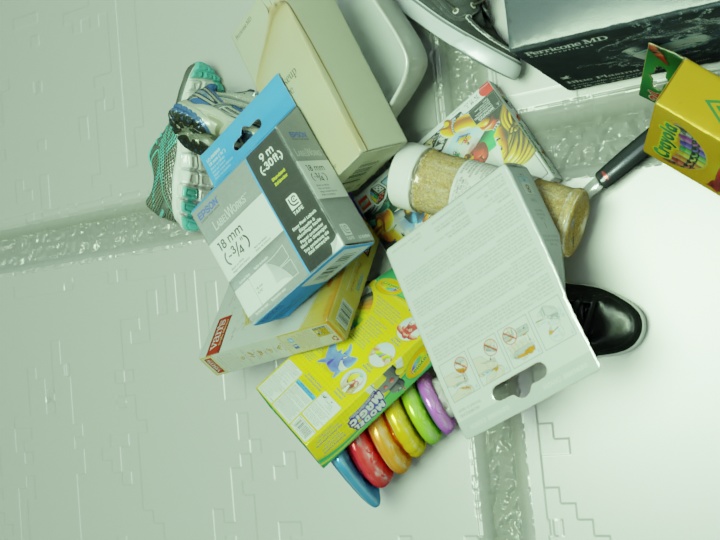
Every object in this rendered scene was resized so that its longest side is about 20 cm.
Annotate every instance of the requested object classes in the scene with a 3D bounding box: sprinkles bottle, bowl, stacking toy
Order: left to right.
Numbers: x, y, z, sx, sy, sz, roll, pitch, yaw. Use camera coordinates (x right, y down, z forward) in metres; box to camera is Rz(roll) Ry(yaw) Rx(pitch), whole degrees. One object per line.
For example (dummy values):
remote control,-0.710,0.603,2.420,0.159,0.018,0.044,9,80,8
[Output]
bowl,-0.016,-0.231,1.070,0.202,0.074,0.200,56,135,16
stacking toy,0.059,0.147,1.040,0.198,0.110,0.117,-30,41,8
sprinkles bottle,0.124,-0.072,0.978,0.197,0.068,0.070,19,97,28

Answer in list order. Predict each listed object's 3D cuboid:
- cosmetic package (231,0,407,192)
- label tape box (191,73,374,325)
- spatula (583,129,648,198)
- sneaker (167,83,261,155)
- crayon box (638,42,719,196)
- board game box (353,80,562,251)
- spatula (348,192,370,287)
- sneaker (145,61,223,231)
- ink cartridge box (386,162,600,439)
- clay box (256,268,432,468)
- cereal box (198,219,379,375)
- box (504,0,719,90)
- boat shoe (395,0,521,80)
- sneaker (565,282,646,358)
cosmetic package,-0.044,-0.187,1.008,0.103,0.072,0.203,-39,75,47
label tape box,-0.095,-0.071,0.979,0.144,0.063,0.202,-39,75,31
spatula,0.228,-0.077,0.982,0.199,0.020,0.057,-42,69,20
sneaker,-0.121,-0.163,1.104,0.197,0.078,0.086,26,60,24
crayon box,0.323,-0.110,0.865,0.198,0.127,0.051,35,87,17
board game box,0.100,-0.086,1.051,0.199,0.034,0.127,-40,72,21
spatula,0.000,0.000,1.109,0.056,0.020,0.204,-28,77,31
sneaker,-0.223,-0.154,1.206,0.090,0.077,0.205,10,91,32
ink cartridge box,0.125,0.029,0.911,0.159,0.047,0.203,-34,71,34
clay box,-0.001,0.093,1.016,0.199,0.048,0.115,-41,40,-10
cereal box,-0.080,0.031,1.078,0.197,0.040,0.146,-18,40,36
box,0.247,-0.251,0.886,0.193,0.199,0.120,-7,85,28
boat shoe,0.102,-0.276,1.042,0.200,0.069,0.067,43,109,30
sneaker,0.172,0.043,0.966,0.197,0.111,0.075,13,96,27
